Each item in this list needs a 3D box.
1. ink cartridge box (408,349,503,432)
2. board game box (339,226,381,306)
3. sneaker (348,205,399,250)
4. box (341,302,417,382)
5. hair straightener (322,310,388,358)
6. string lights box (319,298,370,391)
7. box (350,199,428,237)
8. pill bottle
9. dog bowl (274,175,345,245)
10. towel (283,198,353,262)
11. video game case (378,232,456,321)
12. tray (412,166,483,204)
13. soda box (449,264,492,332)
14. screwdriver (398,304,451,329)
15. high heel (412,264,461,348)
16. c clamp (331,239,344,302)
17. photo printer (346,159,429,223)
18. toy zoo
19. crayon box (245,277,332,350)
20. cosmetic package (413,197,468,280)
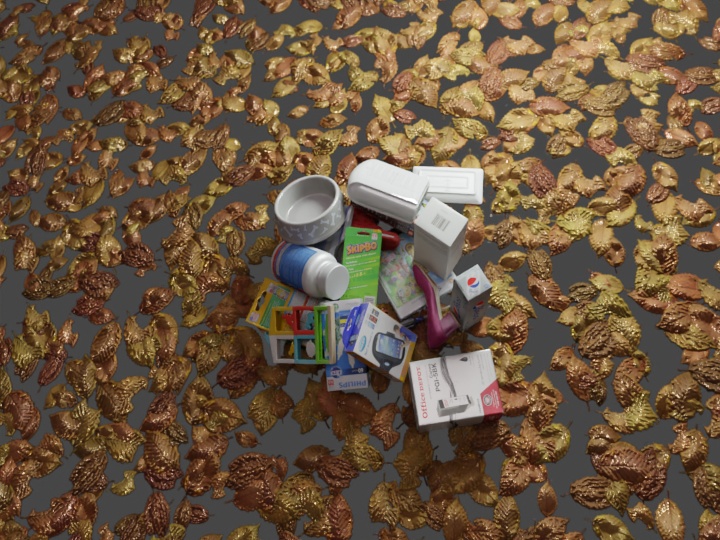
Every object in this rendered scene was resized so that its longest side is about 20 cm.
[{"bbox_3d":[0.213,0.276,1.330,0.192,0.083,0.152,-10,67,2],"label":"ink cartridge box"},{"bbox_3d":[0.000,0.000,1.432,0.092,0.030,0.208,5,93,0],"label":"board game box"},{"bbox_3d":[0.023,-0.127,1.515,0.194,0.079,0.119,12,66,23],"label":"sneaker"},{"bbox_3d":[0.044,0.164,1.349,0.041,0.198,0.122,-5,57,48],"label":"box"},{"bbox_3d":[-0.008,0.175,1.417,0.195,0.041,0.079,-26,66,0],"label":"hair straightener"},{"bbox_3d":[-0.036,0.174,1.379,0.099,0.059,0.208,-6,86,6],"label":"string lights box"},{"bbox_3d":[0.088,-0.172,1.523,0.196,0.041,0.137,28,40,16],"label":"box"},{"bbox_3d":[-0.122,0.001,1.423,0.197,0.113,0.114,22,68,42],"label":"pill bottle"},{"bbox_3d":[-0.129,-0.159,1.462,0.193,0.060,0.205,-9,48,10],"label":"dog bowl"},{"bbox_3d":[-0.113,-0.111,1.514,0.195,0.024,0.152,15,92,28],"label":"towel"},{"bbox_3d":[0.131,-0.001,1.491,0.178,0.022,0.203,-28,67,-6],"label":"video game case"},{"bbox_3d":[0.236,-0.237,1.580,0.192,0.022,0.111,4,68,8],"label":"tray"},{"bbox_3d":[0.253,0.068,1.350,0.067,0.201,0.064,-28,65,-8],"label":"soda box"},{"bbox_3d":[0.171,0.114,1.441,0.193,0.028,0.030,-17,95,-8],"label":"screwdriver"},{"bbox_3d":[0.159,0.085,1.418,0.095,0.067,0.203,-38,68,13],"label":"high heel"},{"bbox_3d":[0.005,0.023,1.459,0.164,0.027,0.208,2,89,1],"label":"c clamp"},{"bbox_3d":[0.066,-0.207,1.466,0.194,0.071,0.168,21,36,7],"label":"photo printer"},{"bbox_3d":[-0.148,0.152,1.375,0.194,0.020,0.137,-3,88,26],"label":"toy zoo"},{"bbox_3d":[-0.174,0.113,1.461,0.194,0.052,0.129,19,70,13],"label":"crayon box"},{"bbox_3d":[0.188,-0.071,1.393,0.106,0.201,0.086,34,75,16],"label":"cosmetic package"}]
